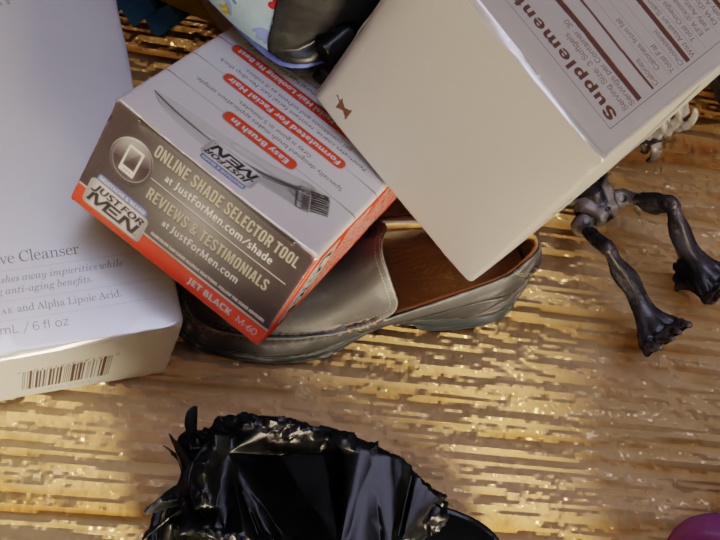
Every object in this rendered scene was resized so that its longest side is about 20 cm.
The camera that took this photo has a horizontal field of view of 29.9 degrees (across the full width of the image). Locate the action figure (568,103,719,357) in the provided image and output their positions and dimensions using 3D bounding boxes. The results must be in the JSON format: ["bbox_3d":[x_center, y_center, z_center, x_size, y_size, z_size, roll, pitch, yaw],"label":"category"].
[{"bbox_3d":[0.134,-0.059,0.754,0.118,0.102,0.201,-34,84,-21],"label":"action figure"}]

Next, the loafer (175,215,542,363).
[{"bbox_3d":[0.000,0.000,0.702,0.198,0.072,0.073,-11,74,-20],"label":"loafer"}]

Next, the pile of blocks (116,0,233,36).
[{"bbox_3d":[-0.127,-0.182,0.734,0.199,0.082,0.062,30,47,13],"label":"pile of blocks"}]

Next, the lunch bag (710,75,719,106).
[{"bbox_3d":[0.236,-0.190,0.791,0.117,0.200,0.166,-16,74,11],"label":"lunch bag"}]

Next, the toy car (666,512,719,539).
[{"bbox_3d":[0.225,0.165,0.674,0.200,0.176,0.149,-38,49,-26],"label":"toy car"}]

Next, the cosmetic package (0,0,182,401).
[{"bbox_3d":[-0.162,-0.045,0.666,0.112,0.081,0.202,-10,73,-19],"label":"cosmetic package"}]

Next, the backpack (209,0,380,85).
[{"bbox_3d":[-0.026,-0.224,0.638,0.200,0.147,0.183,42,57,14],"label":"backpack"}]

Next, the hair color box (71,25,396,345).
[{"bbox_3d":[-0.035,-0.062,0.654,0.111,0.064,0.200,38,34,3],"label":"hair color box"}]

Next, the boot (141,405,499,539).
[{"bbox_3d":[-0.003,0.117,0.604,0.196,0.163,0.074,12,67,-12],"label":"boot"}]

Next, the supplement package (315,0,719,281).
[{"bbox_3d":[0.099,-0.109,0.626,0.200,0.117,0.118,-37,85,-36],"label":"supplement package"}]
